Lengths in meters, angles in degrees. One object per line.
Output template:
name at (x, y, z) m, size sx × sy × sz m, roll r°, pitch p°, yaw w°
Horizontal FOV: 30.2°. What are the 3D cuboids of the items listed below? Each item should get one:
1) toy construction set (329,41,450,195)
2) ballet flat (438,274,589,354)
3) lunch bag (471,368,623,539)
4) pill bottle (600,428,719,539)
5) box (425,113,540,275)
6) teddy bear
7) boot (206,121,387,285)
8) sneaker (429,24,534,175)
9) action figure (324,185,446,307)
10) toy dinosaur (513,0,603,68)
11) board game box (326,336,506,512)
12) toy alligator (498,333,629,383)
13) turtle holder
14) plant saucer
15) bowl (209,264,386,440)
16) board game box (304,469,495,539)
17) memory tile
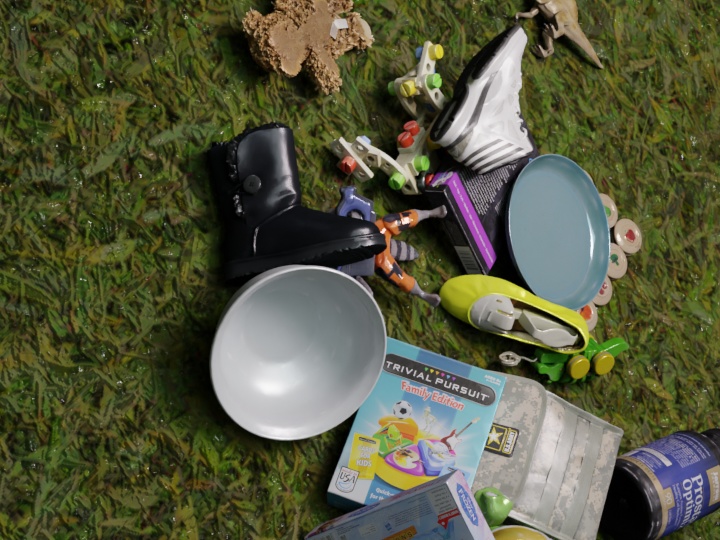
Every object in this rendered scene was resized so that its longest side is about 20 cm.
toy construction set at (0.056, -0.170, 1.625) m, size 0.200 × 0.092 × 0.132 m, roll -47°, pitch 127°, yaw -25°
ballet flat at (0.193, 0.057, 1.631) m, size 0.198 × 0.067 × 0.067 m, roll 18°, pitch 23°, yaw -14°
lunch bag at (0.192, 0.227, 1.580) m, size 0.198 × 0.117 × 0.166 m, roll 28°, pitch 65°, yaw -14°
pill bottle at (0.398, 0.269, 1.697) m, size 0.198 × 0.112 × 0.113 m, roll -15°, pitch 84°, yaw -34°
box at (0.162, -0.114, 1.675) m, size 0.201 × 0.036 × 0.144 m, roll -55°, pitch 132°, yaw -32°
teddy bear at (-0.064, -0.286, 1.610) m, size 0.145 × 0.066 × 0.201 m, roll 51°, pitch 49°, yaw -20°
boot at (-0.075, -0.083, 1.469) m, size 0.076 × 0.198 × 0.171 m, roll 16°, pitch 65°, yaw -66°
sneaker at (0.171, -0.197, 1.621) m, size 0.115 × 0.075 × 0.202 m, roll 40°, pitch 64°, yaw -16°
action figure at (0.000, 0.000, 1.560) m, size 0.191 × 0.104 × 0.203 m, roll 6°, pitch 99°, yaw -24°
toy dinosaur at (0.274, -0.343, 1.836) m, size 0.200 × 0.058 × 0.101 m, roll 49°, pitch 55°, yaw -11°
board game box at (0.065, 0.192, 1.506) m, size 0.149 × 0.047 × 0.202 m, roll 18°, pitch 63°, yaw 8°
toy alligator at (0.254, 0.120, 1.691) m, size 0.198 × 0.059 × 0.055 m, roll -6°, pitch 122°, yaw -27°
turtle holder at (0.177, 0.338, 1.466) m, size 0.139 × 0.132 × 0.188 m, roll 9°, pitch 77°, yaw -17°
plant saucer at (0.249, -0.047, 1.712) m, size 0.198 × 0.027 × 0.203 m, roll 9°, pitch 76°, yaw -40°
bowl at (-0.078, 0.074, 1.445) m, size 0.199 × 0.090 × 0.204 m, roll -8°, pitch 114°, yaw -19°
board game box at (0.065, 0.336, 1.416) m, size 0.041 × 0.199 × 0.201 m, roll -27°, pitch 91°, yaw -59°
memory tile at (0.294, -0.029, 1.779) m, size 0.153 × 0.017 × 0.201 m, roll 45°, pitch 58°, yaw -13°
